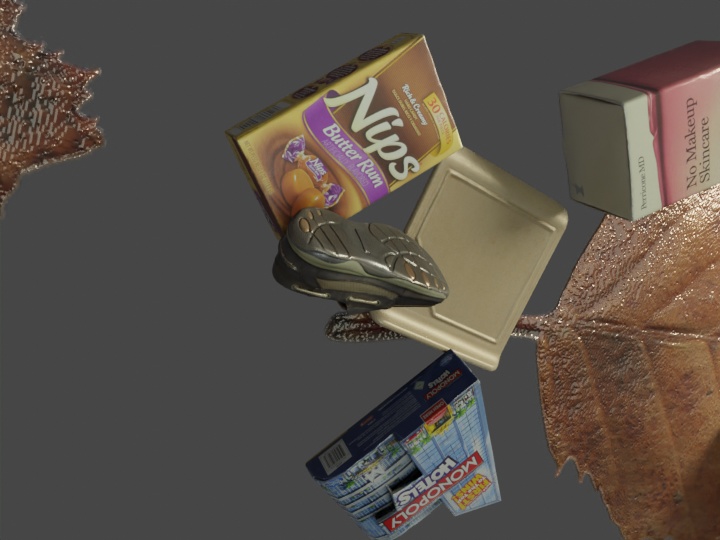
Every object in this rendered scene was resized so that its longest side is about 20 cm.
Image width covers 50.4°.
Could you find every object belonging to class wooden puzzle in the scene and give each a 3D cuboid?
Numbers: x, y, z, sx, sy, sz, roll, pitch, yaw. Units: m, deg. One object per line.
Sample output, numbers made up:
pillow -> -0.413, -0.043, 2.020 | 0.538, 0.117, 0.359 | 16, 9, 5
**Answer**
wooden puzzle -> 0.116, -0.012, 0.823 | 0.183, 0.037, 0.203 | 23, 92, -28

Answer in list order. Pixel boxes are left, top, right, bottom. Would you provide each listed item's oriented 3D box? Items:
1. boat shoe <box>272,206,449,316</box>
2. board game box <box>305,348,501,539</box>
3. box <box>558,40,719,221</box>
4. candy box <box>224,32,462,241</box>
boat shoe -> 0.000, 0.000, 0.719 | 0.198, 0.075, 0.073 | 19, 128, -38
board game box -> 0.071, 0.221, 0.847 | 0.199, 0.062, 0.201 | -37, 129, -4
box -> 0.328, -0.154, 0.823 | 0.197, 0.109, 0.130 | -22, 116, -16
candy box -> -0.012, -0.122, 0.713 | 0.198, 0.056, 0.118 | -33, 117, -12
